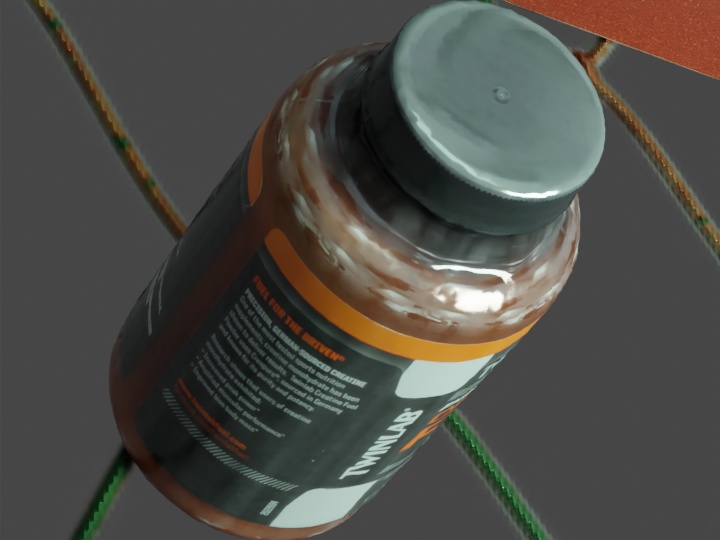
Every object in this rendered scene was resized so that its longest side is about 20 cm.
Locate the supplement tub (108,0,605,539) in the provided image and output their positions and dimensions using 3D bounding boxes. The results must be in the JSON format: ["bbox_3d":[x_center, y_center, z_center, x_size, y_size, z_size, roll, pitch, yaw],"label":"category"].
[{"bbox_3d":[0.000,0.000,0.866,0.107,0.200,0.107,14,54,-20],"label":"supplement tub"}]

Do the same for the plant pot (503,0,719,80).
[{"bbox_3d":[0.179,-0.207,1.122,0.200,0.176,0.200,18,53,-17],"label":"plant pot"}]
